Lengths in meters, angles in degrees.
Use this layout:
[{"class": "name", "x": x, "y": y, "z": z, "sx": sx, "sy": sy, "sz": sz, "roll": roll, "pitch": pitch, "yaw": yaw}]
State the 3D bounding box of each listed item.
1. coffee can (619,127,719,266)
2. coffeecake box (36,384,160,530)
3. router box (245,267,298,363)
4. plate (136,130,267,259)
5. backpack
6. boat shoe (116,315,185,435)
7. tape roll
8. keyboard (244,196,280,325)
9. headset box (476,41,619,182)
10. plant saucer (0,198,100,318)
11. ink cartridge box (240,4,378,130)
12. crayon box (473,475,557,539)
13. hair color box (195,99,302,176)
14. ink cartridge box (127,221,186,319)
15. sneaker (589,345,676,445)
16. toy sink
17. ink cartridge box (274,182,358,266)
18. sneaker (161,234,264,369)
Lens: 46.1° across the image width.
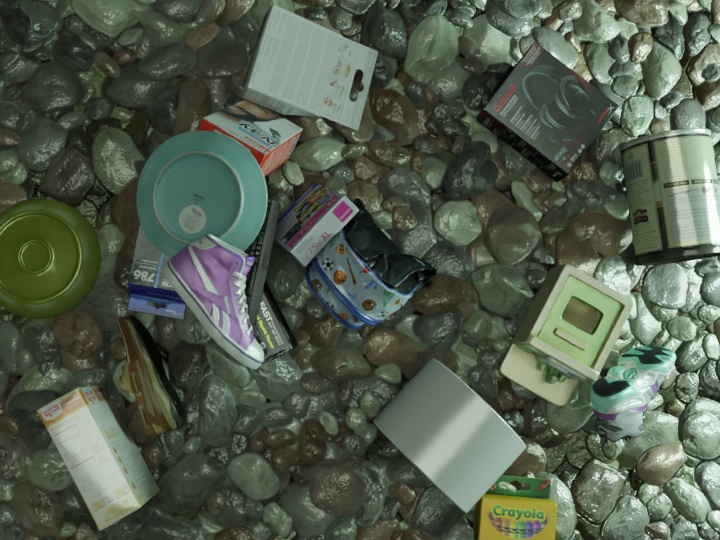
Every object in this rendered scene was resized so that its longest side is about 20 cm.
[{"class": "coffee can", "x": 0.512, "y": -0.117, "z": 1.384, "sx": 0.146, "sy": 0.146, "sz": 0.201, "roll": -6, "pitch": 85, "yaw": -3}, {"class": "coffeecake box", "x": -0.400, "y": 0.282, "z": 1.309, "sx": 0.073, "sy": 0.154, "sz": 0.201, "roll": -29, "pitch": 86, "yaw": -5}, {"class": "router box", "x": -0.172, "y": 0.048, "z": 1.341, "sx": 0.062, "sy": 0.150, "sz": 0.201, "roll": -27, "pitch": 86, "yaw": -3}, {"class": "plate", "x": -0.235, "y": -0.105, "z": 1.234, "sx": 0.199, "sy": 0.026, "sz": 0.201, "roll": 0, "pitch": 92, "yaw": 6}, {"class": "backpack", "x": 0.000, "y": 0.000, "z": 1.333, "sx": 0.200, "sy": 0.190, "sz": 0.154, "roll": 42, "pitch": 101, "yaw": 2}, {"class": "boat shoe", "x": -0.353, "y": 0.172, "z": 1.362, "sx": 0.074, "sy": 0.076, "sz": 0.201, "roll": -24, "pitch": 85, "yaw": -1}, {"class": "tape roll", "x": 0.136, "y": 0.254, "z": 1.309, "sx": 0.203, "sy": 0.203, "sz": 0.139, "roll": 45, "pitch": 84, "yaw": 2}, {"class": "keyboard", "x": -0.199, "y": -0.024, "z": 1.260, "sx": 0.126, "sy": 0.021, "sz": 0.201, "roll": 11, "pitch": 86, "yaw": 1}, {"class": "headset box", "x": 0.305, "y": -0.272, "z": 1.426, "sx": 0.200, "sy": 0.077, "sz": 0.149, "roll": 38, "pitch": 85, "yaw": 0}, {"class": "plant saucer", "x": -0.532, "y": -0.021, "z": 1.394, "sx": 0.199, "sy": 0.031, "sz": 0.201, "roll": 0, "pitch": 85, "yaw": -2}, {"class": "ink cartridge box", "x": -0.085, "y": -0.333, "z": 1.427, "sx": 0.199, "sy": 0.057, "sz": 0.163, "roll": 21, "pitch": 72, "yaw": -21}, {"class": "crayon box", "x": 0.248, "y": 0.437, "z": 1.372, "sx": 0.126, "sy": 0.051, "sz": 0.201, "roll": 4, "pitch": 84, "yaw": -1}, {"class": "hair color box", "x": -0.176, "y": -0.207, "z": 1.339, "sx": 0.111, "sy": 0.200, "sz": 0.064, "roll": 30, "pitch": 112, "yaw": 1}, {"class": "ink cartridge box", "x": -0.323, "y": -0.025, "z": 1.399, "sx": 0.099, "sy": 0.039, "sz": 0.201, "roll": 9, "pitch": 85, "yaw": -2}, {"class": "sneaker", "x": 0.447, "y": 0.217, "z": 1.391, "sx": 0.199, "sy": 0.078, "sz": 0.141, "roll": -24, "pitch": 118, "yaw": -31}, {"class": "toy sink", "x": 0.332, "y": 0.109, "z": 1.374, "sx": 0.130, "sy": 0.112, "sz": 0.201, "roll": 30, "pitch": 85, "yaw": 1}, {"class": "ink cartridge box", "x": -0.083, "y": -0.078, "z": 1.334, "sx": 0.119, "sy": 0.200, "sz": 0.042, "roll": -46, "pitch": 110, "yaw": -4}, {"class": "sneaker", "x": -0.179, "y": 0.040, "z": 1.208, "sx": 0.114, "sy": 0.073, "sz": 0.201, "roll": -37, "pitch": 101, "yaw": 1}]
